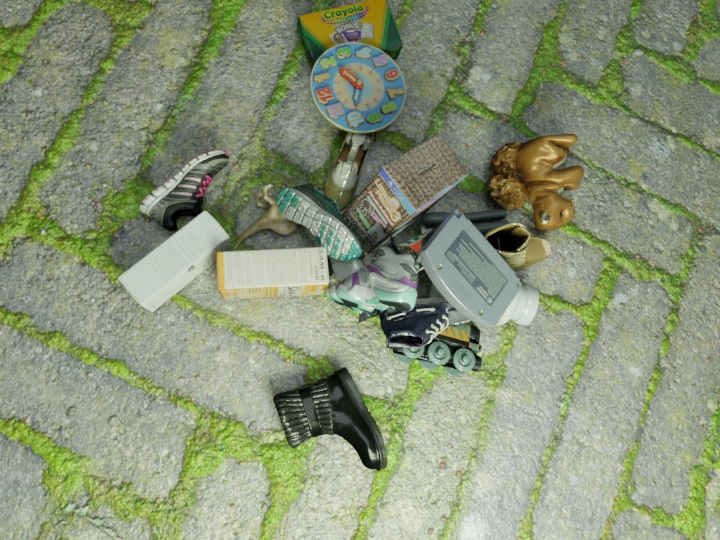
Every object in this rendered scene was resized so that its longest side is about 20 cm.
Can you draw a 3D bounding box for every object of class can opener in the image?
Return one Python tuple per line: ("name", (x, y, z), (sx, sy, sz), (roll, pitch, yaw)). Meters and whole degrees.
("can opener", (0.219, -0.096, 1.252), (0.199, 0.066, 0.053), (-6, 79, -15))

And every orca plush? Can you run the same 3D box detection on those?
("orca plush", (0.000, 0.000, 1.190), (0.071, 0.105, 0.200), (-6, 54, -47))

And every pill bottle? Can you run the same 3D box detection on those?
("pill bottle", (0.247, 0.046, 1.201), (0.199, 0.112, 0.113), (16, 77, -6))

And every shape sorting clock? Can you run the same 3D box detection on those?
("shape sorting clock", (-0.003, -0.373, 1.218), (0.199, 0.039, 0.201), (1, 79, -7))

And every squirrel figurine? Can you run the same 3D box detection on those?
("squirrel figurine", (0.367, -0.178, 1.271), (0.199, 0.142, 0.188), (-2, 90, 4))

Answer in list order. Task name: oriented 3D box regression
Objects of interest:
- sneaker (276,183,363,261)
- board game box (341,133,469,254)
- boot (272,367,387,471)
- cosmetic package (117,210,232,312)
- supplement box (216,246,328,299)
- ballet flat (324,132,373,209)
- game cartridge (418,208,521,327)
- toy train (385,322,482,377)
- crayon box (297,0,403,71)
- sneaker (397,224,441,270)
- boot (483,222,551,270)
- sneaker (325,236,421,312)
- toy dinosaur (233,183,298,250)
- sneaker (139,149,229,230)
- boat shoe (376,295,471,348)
("sneaker", (-0.062, -0.102, 1.150), (0.200, 0.078, 0.091), (43, 42, 9))
("board game box", (0.080, -0.142, 1.145), (0.159, 0.200, 0.097), (-36, 87, -33))
("boot", (-0.058, 0.300, 1.118), (0.157, 0.079, 0.212), (-23, 73, -20))
("cosmetic package", (-0.341, -0.015, 1.122), (0.200, 0.102, 0.074), (-43, 87, -13))
("supplement box", (-0.165, 0.008, 1.134), (0.199, 0.126, 0.074), (-3, 79, -9))
("ballet flat", (-0.022, -0.224, 1.232), (0.070, 0.071, 0.201), (22, 77, -5))
("game cartridge", (0.199, 0.003, 1.099), (0.200, 0.041, 0.133), (47, 71, -14))
("toy train", (0.150, 0.137, 1.187), (0.199, 0.085, 0.115), (15, 68, -6))
("crayon box", (-0.023, -0.498, 1.287), (0.199, 0.058, 0.119), (-19, 83, -12))
("sneaker", (0.124, -0.035, 1.201), (0.199, 0.093, 0.071), (-27, 81, 28))
("boot", (0.316, -0.050, 1.208), (0.199, 0.155, 0.073), (-1, 79, -10))
("sneaker", (0.030, 0.001, 1.099), (0.078, 0.199, 0.141), (37, 62, -46))
("toy dinosaur", (-0.171, -0.115, 1.191), (0.199, 0.058, 0.102), (-21, 85, -12))
("sneaker", (-0.324, -0.151, 1.166), (0.200, 0.074, 0.088), (-40, 88, -9))
("boat shoe", (0.132, 0.101, 1.110), (0.199, 0.075, 0.093), (-2, 46, -6))
